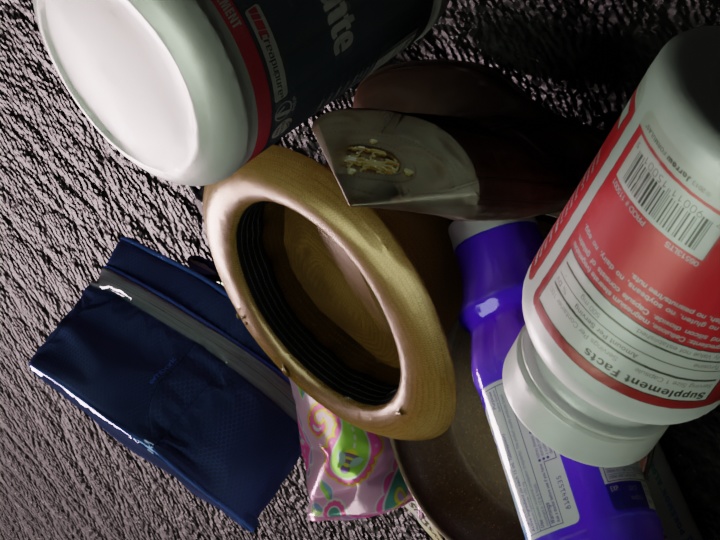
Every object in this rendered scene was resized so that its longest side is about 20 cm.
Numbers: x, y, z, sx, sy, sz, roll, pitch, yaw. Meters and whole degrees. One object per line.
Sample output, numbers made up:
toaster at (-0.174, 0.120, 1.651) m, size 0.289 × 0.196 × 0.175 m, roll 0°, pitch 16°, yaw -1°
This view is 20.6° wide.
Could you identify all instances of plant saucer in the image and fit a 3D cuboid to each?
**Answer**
plant saucer at (0.095, 0.069, 1.113) m, size 0.200 × 0.037 × 0.201 m, roll 3°, pitch 94°, yaw 46°

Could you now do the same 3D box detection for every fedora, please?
fedora at (0.000, 0.000, 1.098) m, size 0.200 × 0.082 × 0.201 m, roll 33°, pitch 147°, yaw 25°

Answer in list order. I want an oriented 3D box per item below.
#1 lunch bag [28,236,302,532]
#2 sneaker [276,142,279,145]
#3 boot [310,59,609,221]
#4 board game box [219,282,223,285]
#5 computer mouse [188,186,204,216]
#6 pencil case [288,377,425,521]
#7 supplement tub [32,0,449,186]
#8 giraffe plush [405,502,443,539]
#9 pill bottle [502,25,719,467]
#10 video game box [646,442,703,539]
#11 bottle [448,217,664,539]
lunch bag at (-0.112, 0.063, 1.312) m, size 0.200 × 0.132 × 0.136 m, roll 27°, pitch 166°, yaw 46°
sneaker at (-0.074, -0.136, 1.126) m, size 0.082 × 0.070 × 0.200 m, roll 20°, pitch 145°, yaw 5°
boot at (0.023, -0.065, 0.966) m, size 0.186 × 0.200 × 0.064 m, roll 17°, pitch 104°, yaw 33°
board game box at (-0.031, 0.072, 1.380) m, size 0.200 × 0.030 × 0.096 m, roll 42°, pitch 150°, yaw 10°
computer mouse at (-0.106, -0.069, 1.321) m, size 0.200 × 0.034 × 0.059 m, roll 55°, pitch 171°, yaw 1°
pencil case at (-0.008, 0.056, 1.209) m, size 0.087 × 0.087 × 0.201 m, roll -5°, pitch 99°, yaw 56°
supplement tub at (-0.044, -0.145, 0.952) m, size 0.140 × 0.200 × 0.141 m, roll 36°, pitch 148°, yaw 27°
giraffe plush at (0.045, 0.280, 1.378) m, size 0.200 × 0.162 × 0.173 m, roll 43°, pitch 151°, yaw 10°
pill bottle at (0.143, -0.004, 0.902) m, size 0.112 × 0.112 × 0.200 m, roll 41°, pitch 132°, yaw 15°
video game box at (0.116, 0.134, 1.229) m, size 0.200 × 0.047 × 0.182 m, roll 5°, pitch 130°, yaw 53°
bottle at (0.096, 0.062, 1.027) m, size 0.084 × 0.065 × 0.200 m, roll 21°, pitch -131°, yaw -66°
